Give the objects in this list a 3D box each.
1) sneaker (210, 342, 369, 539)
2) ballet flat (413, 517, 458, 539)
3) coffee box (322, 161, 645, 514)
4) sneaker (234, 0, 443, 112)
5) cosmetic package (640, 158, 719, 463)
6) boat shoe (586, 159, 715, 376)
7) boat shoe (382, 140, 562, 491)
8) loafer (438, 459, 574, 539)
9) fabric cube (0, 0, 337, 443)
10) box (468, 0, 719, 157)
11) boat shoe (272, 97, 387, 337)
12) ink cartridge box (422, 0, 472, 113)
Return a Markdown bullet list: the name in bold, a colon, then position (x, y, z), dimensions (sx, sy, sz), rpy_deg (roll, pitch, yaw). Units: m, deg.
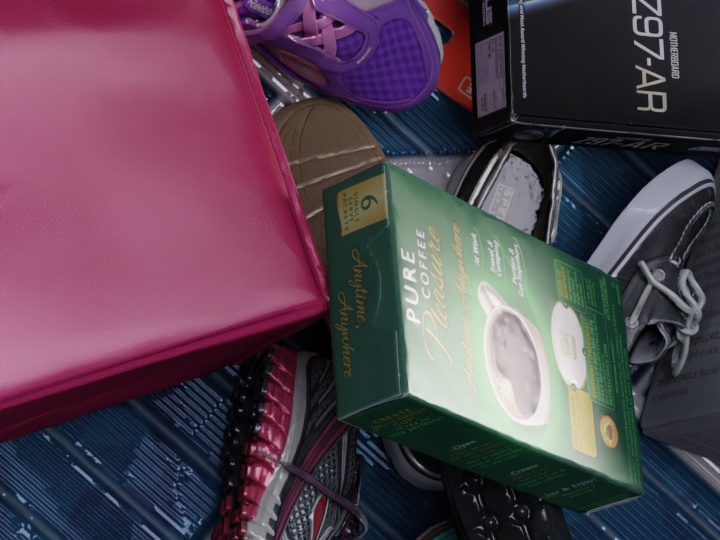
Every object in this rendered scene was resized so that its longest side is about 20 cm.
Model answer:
- **sneaker**: position (-0.035, 0.138, 1.301), dimensions (0.075, 0.081, 0.200), rpy_deg (15, 76, -16)
- **ballet flat**: position (0.016, 0.186, 1.305), dimensions (0.200, 0.067, 0.068), rpy_deg (-33, 94, -54)
- **coffee box**: position (0.061, 0.036, 1.218), dimensions (0.200, 0.044, 0.123), rpy_deg (23, 54, -47)
- **sneaker**: position (-0.040, -0.141, 1.302), dimensions (0.200, 0.088, 0.080), rpy_deg (37, 108, -22)
- **cosmetic package**: position (0.280, 0.016, 1.369), dimensions (0.167, 0.166, 0.200), rpy_deg (22, 76, -12)
- **boat shoe**: position (0.148, 0.023, 1.357), dimensions (0.068, 0.074, 0.199), rpy_deg (30, 55, 19)
- **boat shoe**: position (0.061, 0.019, 1.357), dimensions (0.071, 0.064, 0.200), rpy_deg (17, 76, -14)
- **loafer**: position (0.089, 0.169, 1.290), dimensions (0.068, 0.070, 0.201), rpy_deg (-15, 88, 8)
- **fabric cube**: position (-0.155, -0.027, 1.231), dimensions (0.199, 0.200, 0.196), rpy_deg (-16, 84, -19)
- **box**: position (0.136, -0.166, 1.368), dimensions (0.160, 0.044, 0.200), rpy_deg (4, 80, -26)
- **boat shoe**: position (0.000, 0.000, 1.333), dimensions (0.072, 0.065, 0.200), rpy_deg (-23, 61, -5)
- **ink cartridge box**: position (0.061, -0.196, 1.407), dimensions (0.200, 0.044, 0.174), rpy_deg (34, 72, -8)
